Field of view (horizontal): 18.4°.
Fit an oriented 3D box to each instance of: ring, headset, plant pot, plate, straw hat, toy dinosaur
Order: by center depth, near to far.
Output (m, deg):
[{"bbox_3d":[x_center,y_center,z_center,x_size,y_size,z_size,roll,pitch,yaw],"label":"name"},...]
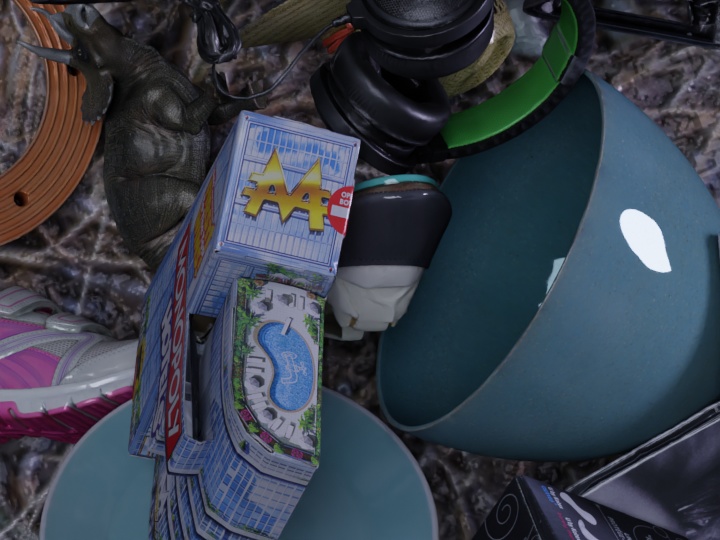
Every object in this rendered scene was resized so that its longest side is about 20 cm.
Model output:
[{"bbox_3d":[0.013,-0.112,1.046,0.199,0.124,0.094,-4,49,-29],"label":"headset"},{"bbox_3d":[-0.060,0.136,1.113,0.199,0.026,0.201,2,50,-2],"label":"plate"},{"bbox_3d":[0.117,0.015,1.124,0.134,0.200,0.201,26,91,-19],"label":"plant pot"},{"bbox_3d":[0.030,-0.125,1.137,0.201,0.201,0.085,-30,95,6],"label":"straw hat"},{"bbox_3d":[-0.234,-0.105,1.205,0.200,0.019,0.201,6,78,-26],"label":"ring"},{"bbox_3d":[-0.105,-0.058,1.216,0.102,0.077,0.201,-8,102,24],"label":"toy dinosaur"}]

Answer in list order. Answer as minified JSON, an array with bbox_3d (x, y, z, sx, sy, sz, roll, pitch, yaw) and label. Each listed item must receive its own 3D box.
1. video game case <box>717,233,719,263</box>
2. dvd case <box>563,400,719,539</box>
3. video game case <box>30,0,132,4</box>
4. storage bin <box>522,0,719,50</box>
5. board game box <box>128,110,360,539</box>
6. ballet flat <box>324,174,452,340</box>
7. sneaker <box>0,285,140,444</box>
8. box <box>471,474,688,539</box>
[{"bbox_3d":[0.220,0.083,1.113,0.018,0.143,0.201,-7,85,31],"label":"video game case"},{"bbox_3d":[0.129,0.163,1.135,0.199,0.016,0.149,-30,127,6],"label":"dvd case"},{"bbox_3d":[-0.062,-0.168,1.142,0.180,0.200,0.026,-12,96,8],"label":"video game case"},{"bbox_3d":[0.173,-0.172,1.094,0.135,0.200,0.094,8,87,-14],"label":"storage bin"},{"bbox_3d":[-0.059,0.034,1.049,0.061,0.200,0.201,12,47,-13],"label":"board game box"},{"bbox_3d":[0.000,0.000,1.129,0.073,0.200,0.073,2,82,-17],"label":"ballet flat"},{"bbox_3d":[-0.177,0.047,1.203,0.199,0.081,0.089,-8,71,6],"label":"sneaker"},{"bbox_3d":[0.088,0.225,1.069,0.114,0.132,0.200,21,113,-27],"label":"box"}]
